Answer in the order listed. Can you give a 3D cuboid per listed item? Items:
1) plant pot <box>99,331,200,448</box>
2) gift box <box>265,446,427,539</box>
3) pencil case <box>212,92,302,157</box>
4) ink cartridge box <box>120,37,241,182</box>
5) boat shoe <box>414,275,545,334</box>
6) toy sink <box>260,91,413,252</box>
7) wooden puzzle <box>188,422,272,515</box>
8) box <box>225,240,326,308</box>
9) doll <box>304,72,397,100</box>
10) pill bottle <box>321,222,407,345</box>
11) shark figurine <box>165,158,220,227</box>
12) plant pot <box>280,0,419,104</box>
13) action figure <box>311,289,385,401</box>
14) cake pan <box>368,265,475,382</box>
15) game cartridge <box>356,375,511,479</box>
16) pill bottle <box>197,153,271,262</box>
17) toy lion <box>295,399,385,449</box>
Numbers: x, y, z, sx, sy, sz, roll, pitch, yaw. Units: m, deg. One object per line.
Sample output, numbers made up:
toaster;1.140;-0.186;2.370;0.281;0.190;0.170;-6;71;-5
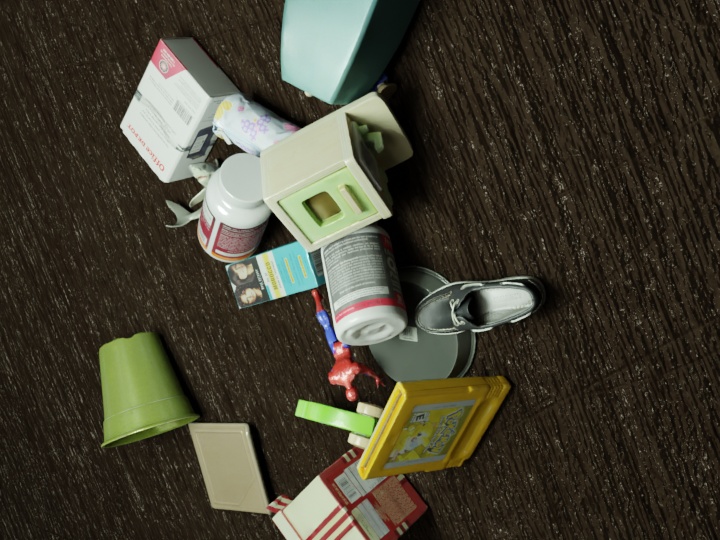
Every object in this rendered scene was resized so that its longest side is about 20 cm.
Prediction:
plant pot;-0.442;0.232;1.655;0.199;0.198;0.193;-28;76;39
gift box;-0.035;0.414;1.386;0.185;0.199;0.187;53;129;17
pencil case;-0.146;-0.210;1.330;0.199;0.090;0.084;33;121;24
ink cartridge box;-0.316;-0.277;1.440;0.145;0.084;0.201;49;126;14
boat shoe;0.162;0.053;1.172;0.197;0.060;0.075;-9;94;24
toy sink;-0.025;-0.135;1.176;0.198;0.131;0.113;-24;47;15
wooden puzzle;-0.256;0.390;1.649;0.198;0.037;0.188;-6;101;43
box;-0.141;0.003;1.422;0.198;0.049;0.084;-16;95;39
doll;-0.039;-0.314;1.239;0.201;0.048;0.137;49;118;15
pill bottle;0.000;0.000;1.242;0.110;0.110;0.203;-33;58;39
shark figurine;-0.269;-0.149;1.470;0.214;0.126;0.091;-43;52;55
plant pot;-0.021;-0.338;1.134;0.140;0.141;0.203;29;112;20
action figure;-0.020;0.126;1.337;0.065;0.099;0.202;-25;54;17
cake pan;0.085;0.095;1.289;0.198;0.037;0.204;13;112;34
game cartridge;0.109;0.231;1.216;0.033;0.197;0.178;57;134;44
pill bottle;-0.201;-0.102;1.349;0.114;0.112;0.200;54;152;10
toy lion;-0.026;0.240;1.330;0.189;0.200;0.070;11;79;24
